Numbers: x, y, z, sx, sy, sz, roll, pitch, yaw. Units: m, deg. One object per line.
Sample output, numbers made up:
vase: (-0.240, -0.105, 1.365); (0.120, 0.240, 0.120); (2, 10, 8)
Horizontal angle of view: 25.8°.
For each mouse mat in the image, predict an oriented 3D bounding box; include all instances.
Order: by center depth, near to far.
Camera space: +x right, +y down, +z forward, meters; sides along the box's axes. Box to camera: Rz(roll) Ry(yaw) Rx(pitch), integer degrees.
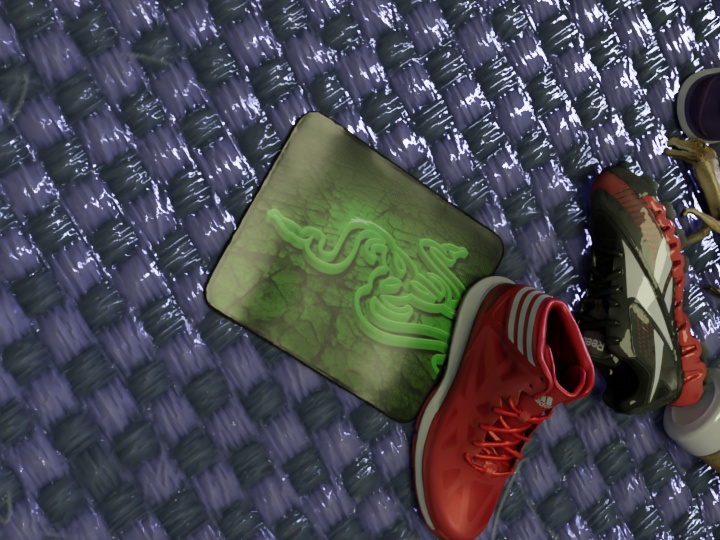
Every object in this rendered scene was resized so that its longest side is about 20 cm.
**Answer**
mouse mat: (0.000, 0.000, 1.140); (0.199, 0.008, 0.162); (32, 81, -25)

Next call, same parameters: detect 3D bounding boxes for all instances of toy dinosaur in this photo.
toy dinosaur: (0.314, -0.026, 1.255); (0.199, 0.058, 0.102); (36, 79, -23)

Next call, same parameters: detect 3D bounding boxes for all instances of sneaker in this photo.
sneaker: (0.103, 0.108, 1.135); (0.078, 0.115, 0.202); (7, 93, -28)
sneaker: (0.203, 0.021, 1.200); (0.097, 0.071, 0.202); (-21, 105, -24)
sneaker: (0.355, -0.143, 1.245); (0.199, 0.087, 0.076); (-21, 103, -22)

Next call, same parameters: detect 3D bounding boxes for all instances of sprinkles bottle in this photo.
sprinkles bottle: (0.333, 0.160, 1.276); (0.200, 0.068, 0.069); (39, 79, -23)
